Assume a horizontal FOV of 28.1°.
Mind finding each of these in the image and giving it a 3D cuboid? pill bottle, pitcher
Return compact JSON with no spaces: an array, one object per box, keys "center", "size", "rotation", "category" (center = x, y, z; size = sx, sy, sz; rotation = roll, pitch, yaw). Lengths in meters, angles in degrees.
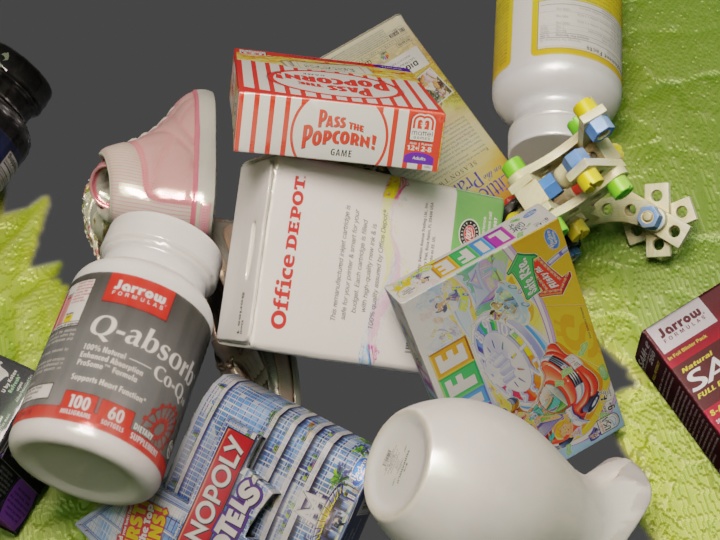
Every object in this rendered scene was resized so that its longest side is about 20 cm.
[{"center":[-0.177,0.063,1.079],"size":[0.115,0.116,0.201],"rotation":[10,59,9],"category":"pill bottle"},{"center":[-0.358,-0.100,1.243],"size":[0.111,0.112,0.201],"rotation":[25,69,15],"category":"pill bottle"},{"center":[0.097,0.190,1.037],"size":[0.199,0.121,0.173],"rotation":[23,82,-29],"category":"pitcher"},{"center":[0.171,-0.184,1.244],"size":[0.111,0.112,0.201],"rotation":[3,65,6],"category":"pill bottle"}]

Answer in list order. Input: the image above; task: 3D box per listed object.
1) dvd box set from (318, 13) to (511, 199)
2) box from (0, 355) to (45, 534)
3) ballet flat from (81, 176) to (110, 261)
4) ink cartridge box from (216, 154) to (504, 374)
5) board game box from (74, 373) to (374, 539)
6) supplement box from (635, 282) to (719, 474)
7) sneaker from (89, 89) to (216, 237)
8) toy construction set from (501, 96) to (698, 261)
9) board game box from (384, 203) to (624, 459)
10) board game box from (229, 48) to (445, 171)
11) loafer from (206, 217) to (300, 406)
[{"center":[0.031,-0.106,1.228],"size":[0.146,0.029,0.201],"rotation":[-33,80,-19],"category":"dvd box set"},{"center":[-0.343,0.109,1.136],"size":[0.199,0.122,0.107],"rotation":[22,68,14],"category":"box"},{"center":[-0.193,-0.014,1.217],"size":[0.075,0.064,0.201],"rotation":[-21,64,-4],"category":"ballet flat"},{"center":[0.000,0.000,1.111],"size":[0.199,0.084,0.146],"rotation":[10,85,-24],"category":"ink cartridge box"},{"center":[-0.106,0.188,1.086],"size":[0.199,0.062,0.201],"rotation":[24,92,20],"category":"board game box"},{"center":[0.317,0.109,1.122],"size":[0.108,0.061,0.201],"rotation":[-30,65,-10],"category":"supplement box"},{"center":[-0.172,-0.096,1.205],"size":[0.104,0.076,0.201],"rotation":[1,33,-6],"category":"sneaker"},{"center":[0.185,-0.060,1.158],"size":[0.131,0.200,0.092],"rotation":[-40,55,19],"category":"toy construction set"},{"center":[0.113,0.067,1.090],"size":[0.134,0.201,0.034],"rotation":[-28,30,-9],"category":"board game box"},{"center":[-0.024,-0.126,1.111],"size":[0.150,0.200,0.047],"rotation":[5,107,-8],"category":"board game box"},{"center":[-0.103,0.046,1.168],"size":[0.063,0.072,0.201],"rotation":[8,54,-37],"category":"loafer"}]
